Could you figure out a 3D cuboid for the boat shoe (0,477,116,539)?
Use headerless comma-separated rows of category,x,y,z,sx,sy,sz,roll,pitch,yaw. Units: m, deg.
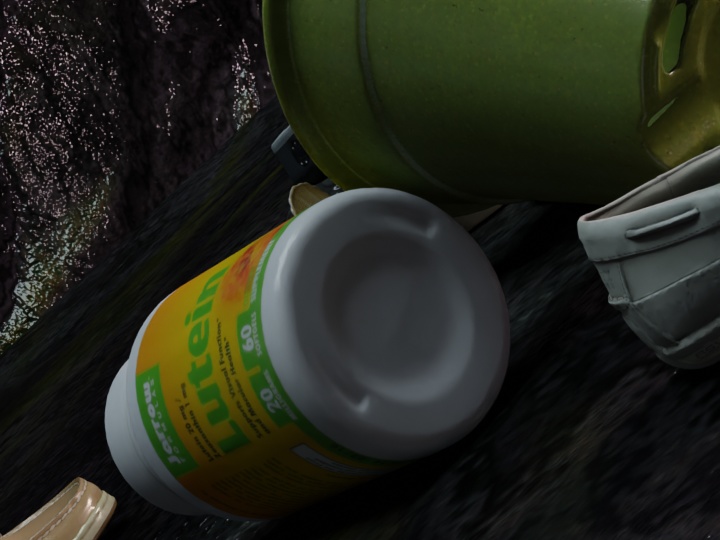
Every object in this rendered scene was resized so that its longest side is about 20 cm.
boat shoe,-0.223,0.178,1.527,0.200,0.066,0.074,-42,8,-11

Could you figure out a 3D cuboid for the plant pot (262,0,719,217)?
plant pot,0.094,-0.100,1.088,0.200,0.200,0.190,-43,33,-19

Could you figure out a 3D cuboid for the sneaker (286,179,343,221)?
sneaker,0.000,-0.006,1.497,0.200,0.060,0.105,-113,33,-55

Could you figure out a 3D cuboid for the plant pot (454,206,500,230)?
plant pot,0.050,-0.114,1.606,0.200,0.135,0.200,-40,8,7

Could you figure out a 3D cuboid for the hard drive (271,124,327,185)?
hard drive,0.052,-0.115,1.323,0.139,0.033,0.200,-30,-5,-31

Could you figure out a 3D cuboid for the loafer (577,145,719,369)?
loafer,0.160,-0.047,0.905,0.200,0.070,0.070,-38,8,17

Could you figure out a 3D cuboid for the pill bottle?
pill bottle,-0.032,0.045,1.175,0.111,0.111,0.200,-45,9,-33

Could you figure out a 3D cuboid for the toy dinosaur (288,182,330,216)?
toy dinosaur,0.000,0.000,1.301,0.058,0.101,0.200,-42,3,20
